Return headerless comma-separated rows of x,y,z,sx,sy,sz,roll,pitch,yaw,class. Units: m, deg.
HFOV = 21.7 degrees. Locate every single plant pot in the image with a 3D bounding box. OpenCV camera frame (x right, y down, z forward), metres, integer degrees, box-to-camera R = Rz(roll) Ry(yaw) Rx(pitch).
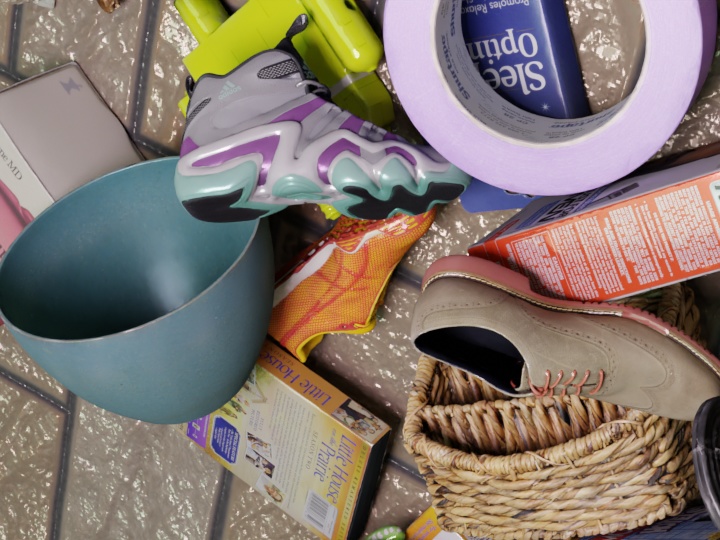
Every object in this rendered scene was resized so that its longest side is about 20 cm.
-0.145,0.032,1.347,0.200,0.200,0.135,8,135,33,plant pot

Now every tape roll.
0.118,-0.151,1.169,0.200,0.066,0.200,6,109,17,tape roll

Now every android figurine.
-0.054,-0.133,1.349,0.182,0.041,0.200,-32,88,39,android figurine

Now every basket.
0.125,0.087,1.254,0.200,0.143,0.149,-8,106,37,basket

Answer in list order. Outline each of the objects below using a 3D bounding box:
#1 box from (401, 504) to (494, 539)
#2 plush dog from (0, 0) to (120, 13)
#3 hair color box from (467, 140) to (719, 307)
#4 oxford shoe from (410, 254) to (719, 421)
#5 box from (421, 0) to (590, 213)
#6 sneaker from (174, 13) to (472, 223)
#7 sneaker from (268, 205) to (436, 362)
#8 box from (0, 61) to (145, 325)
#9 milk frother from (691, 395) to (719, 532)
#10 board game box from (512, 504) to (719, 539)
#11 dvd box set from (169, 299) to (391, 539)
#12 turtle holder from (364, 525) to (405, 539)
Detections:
0.099,0.274,1.426,0.200,0.041,0.119,48,130,11,box
-0.268,-0.240,1.368,0.200,0.172,0.161,-26,95,39,plush dog
0.180,-0.029,1.170,0.200,0.111,0.064,-16,99,32,hair color box
0.123,0.059,1.132,0.200,0.075,0.071,17,132,8,oxford shoe
0.088,-0.133,1.255,0.121,0.032,0.200,-5,108,37,box
-0.026,-0.109,1.268,0.200,0.078,0.140,0,71,-1,sneaker
0.000,0.000,1.364,0.077,0.073,0.200,44,138,-8,sneaker
-0.277,-0.051,1.502,0.200,0.109,0.128,-39,85,41,box
0.309,0.075,1.073,0.180,0.200,0.188,36,127,6,milk frother
0.189,0.194,1.226,0.200,0.200,0.062,-7,93,37,board game box
-0.072,0.117,1.463,0.200,0.029,0.146,34,140,19,dvd box set
-0.003,0.267,1.385,0.185,0.132,0.141,44,131,12,turtle holder
